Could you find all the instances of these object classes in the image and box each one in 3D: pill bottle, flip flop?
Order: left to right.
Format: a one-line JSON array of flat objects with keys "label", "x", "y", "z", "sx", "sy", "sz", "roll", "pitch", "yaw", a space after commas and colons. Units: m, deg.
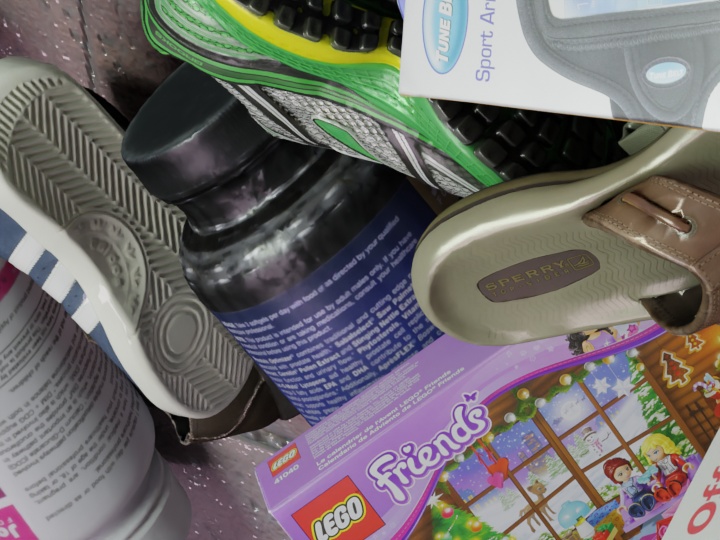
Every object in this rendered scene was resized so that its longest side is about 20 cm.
[{"label": "pill bottle", "x": -0.169, "y": 0.068, "z": 1.403, "sx": 0.113, "sy": 0.114, "sz": 0.200, "roll": 2, "pitch": 135, "yaw": 43}, {"label": "pill bottle", "x": 0.000, "y": 0.000, "z": 1.145, "sx": 0.112, "sy": 0.112, "sz": 0.200, "roll": -11, "pitch": 126, "yaw": 51}, {"label": "flip flop", "x": 0.103, "y": -0.008, "z": 0.971, "sx": 0.199, "sy": 0.058, "sz": 0.081, "roll": -18, "pitch": 126, "yaw": 29}]

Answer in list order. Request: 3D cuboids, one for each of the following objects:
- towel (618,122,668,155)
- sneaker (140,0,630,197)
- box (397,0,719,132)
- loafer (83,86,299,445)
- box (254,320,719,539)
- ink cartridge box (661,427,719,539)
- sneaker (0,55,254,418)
[{"label": "towel", "x": 0.208, "y": -0.025, "z": 0.982, "sx": 0.200, "sy": 0.035, "sz": 0.192, "roll": 40, "pitch": 148, "yaw": -11}, {"label": "sneaker", "x": 0.013, "y": -0.072, "z": 1.050, "sx": 0.199, "sy": 0.078, "sz": 0.085, "roll": 31, "pitch": 150, "yaw": -13}, {"label": "box", "x": 0.085, "y": -0.107, "z": 0.922, "sx": 0.199, "sy": 0.041, "sz": 0.120, "roll": 8, "pitch": 98, "yaw": 35}, {"label": "loafer", "x": -0.091, "y": 0.007, "z": 1.262, "sx": 0.200, "sy": 0.071, "sz": 0.073, "roll": 58, "pitch": 173, "yaw": -33}, {"label": "box", "x": 0.079, "y": 0.074, "z": 1.103, "sx": 0.137, "sy": 0.199, "sz": 0.039, "roll": 53, "pitch": -175, "yaw": -26}, {"label": "ink cartridge box", "x": 0.225, "y": 0.078, "z": 0.933, "sx": 0.145, "sy": 0.148, "sz": 0.200, "roll": 46, "pitch": 146, "yaw": -19}, {"label": "sneaker", "x": -0.115, "y": -0.017, "z": 1.180, "sx": 0.084, "sy": 0.075, "sz": 0.200, "roll": 13, "pitch": 148, "yaw": 42}]
